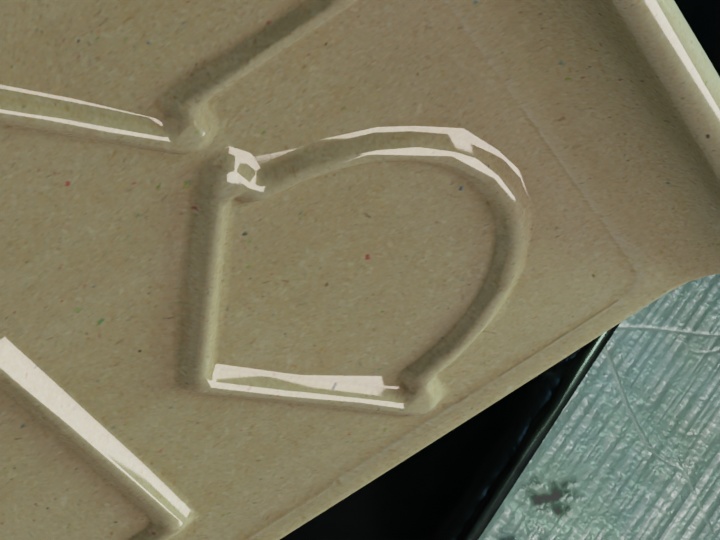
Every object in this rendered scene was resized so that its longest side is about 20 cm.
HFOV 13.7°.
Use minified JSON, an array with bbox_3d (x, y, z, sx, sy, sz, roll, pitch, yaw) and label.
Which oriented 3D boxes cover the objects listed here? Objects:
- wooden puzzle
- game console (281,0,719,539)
[{"bbox_3d":[-0.055,-0.009,0.422,0.199,0.046,0.185,-29,143,9],"label":"wooden puzzle"},{"bbox_3d":[0.000,0.000,0.768,0.200,0.116,0.176,-54,178,-23],"label":"game console"}]
